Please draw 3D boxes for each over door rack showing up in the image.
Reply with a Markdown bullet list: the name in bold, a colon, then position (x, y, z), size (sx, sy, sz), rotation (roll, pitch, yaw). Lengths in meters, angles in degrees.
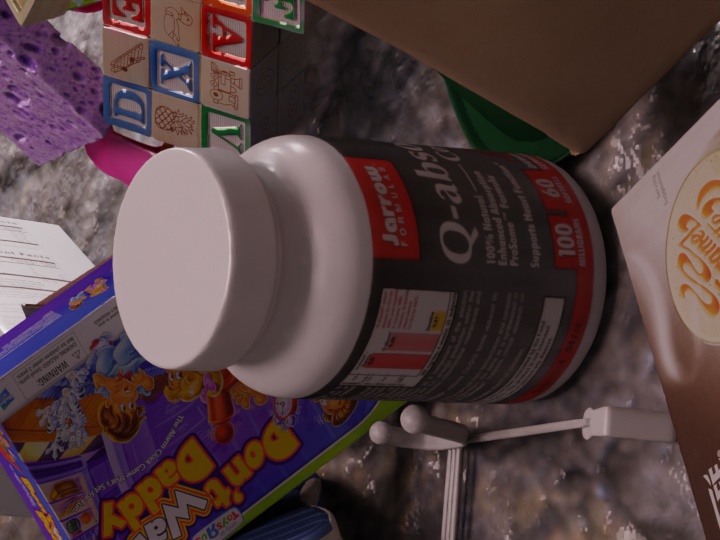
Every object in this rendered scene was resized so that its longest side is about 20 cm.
- **over door rack**: position (0.056, 0.134, 1.292), size (0.200, 0.067, 0.148), rotation (-9, 76, 59)

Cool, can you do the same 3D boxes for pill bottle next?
- **pill bottle**: position (0.000, 0.000, 1.278), size (0.116, 0.200, 0.116), rotation (-5, 84, 53)

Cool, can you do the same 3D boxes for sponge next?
- **sponge**: position (-0.215, -0.138, 1.513), size (0.030, 0.200, 0.112), rotation (-53, 16, -19)

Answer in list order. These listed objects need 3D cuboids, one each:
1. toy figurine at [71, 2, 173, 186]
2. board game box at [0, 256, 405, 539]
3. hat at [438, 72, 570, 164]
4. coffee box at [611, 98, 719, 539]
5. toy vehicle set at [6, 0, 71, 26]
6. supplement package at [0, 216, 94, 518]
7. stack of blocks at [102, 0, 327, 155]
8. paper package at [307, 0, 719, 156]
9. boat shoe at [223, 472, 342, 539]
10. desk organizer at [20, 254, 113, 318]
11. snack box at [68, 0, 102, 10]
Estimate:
- **toy figurine**: position (-0.093, -0.127, 1.591), size (0.200, 0.150, 0.184), rotation (-21, 77, 29)
- **board game box**: position (-0.075, 0.050, 1.368), size (0.045, 0.200, 0.135), rotation (17, 139, 60)
- **hat**: position (0.014, -0.153, 1.324), size (0.166, 0.176, 0.200), rotation (-47, 44, 42)
- **coffee box**: position (0.178, 0.032, 1.098), size (0.114, 0.080, 0.200), rotation (-48, 44, 43)
- **toy vehicle set**: position (-0.153, -0.222, 1.389), size (0.124, 0.026, 0.200), rotation (60, 146, 15)
- **supplement package**: position (-0.206, 0.052, 1.712), size (0.200, 0.109, 0.114), rotation (44, 120, 54)
- **stack of blocks**: position (-0.064, -0.154, 1.418), size (0.115, 0.059, 0.200), rotation (18, 127, 21)
- **paper package**: position (0.082, -0.172, 1.174), size (0.200, 0.191, 0.104), rotation (-45, 44, 22)
- **boat shoe**: position (-0.042, 0.149, 1.425), size (0.200, 0.072, 0.072), rotation (-131, 24, -82)
- **desk organizer**: position (-0.078, 0.035, 1.531), size (0.200, 0.077, 0.072), rotation (1, 117, 44)
- **snack box**: position (-0.218, -0.221, 1.548), size (0.200, 0.053, 0.142), rotation (17, 120, 45)
